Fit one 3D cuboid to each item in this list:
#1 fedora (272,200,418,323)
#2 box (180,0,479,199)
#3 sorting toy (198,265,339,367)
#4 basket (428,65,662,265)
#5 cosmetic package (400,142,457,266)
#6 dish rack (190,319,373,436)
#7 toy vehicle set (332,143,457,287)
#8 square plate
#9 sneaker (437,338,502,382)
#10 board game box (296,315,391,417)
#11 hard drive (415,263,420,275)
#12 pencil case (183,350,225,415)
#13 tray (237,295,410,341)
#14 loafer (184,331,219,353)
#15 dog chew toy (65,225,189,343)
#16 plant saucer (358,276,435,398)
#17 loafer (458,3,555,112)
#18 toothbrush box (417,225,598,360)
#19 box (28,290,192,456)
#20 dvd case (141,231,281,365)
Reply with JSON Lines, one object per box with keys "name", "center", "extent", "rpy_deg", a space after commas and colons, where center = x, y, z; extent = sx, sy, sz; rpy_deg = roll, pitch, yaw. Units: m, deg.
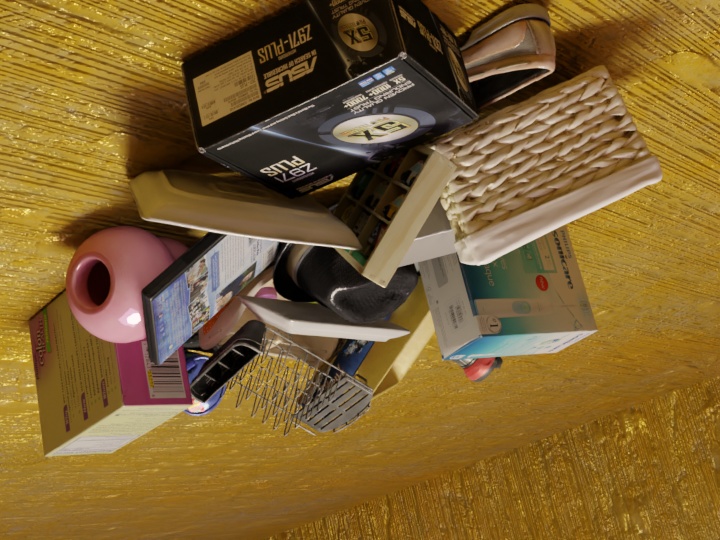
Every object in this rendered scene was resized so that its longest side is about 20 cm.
{"name": "fedora", "center": [0.000, 0.000, 1.342], "extent": [0.199, 0.092, 0.202], "rpy_deg": [-25, 148, -17]}
{"name": "box", "center": [-0.024, -0.152, 0.984], "extent": [0.198, 0.087, 0.163], "rpy_deg": [-21, 161, 21]}
{"name": "sorting toy", "center": [-0.083, 0.028, 1.451], "extent": [0.179, 0.108, 0.199], "rpy_deg": [-37, 147, 30]}
{"name": "basket", "center": [0.168, -0.101, 1.121], "extent": [0.198, 0.125, 0.136], "rpy_deg": [-25, -178, -1]}
{"name": "cosmetic package", "center": [0.110, -0.083, 1.246], "extent": [0.197, 0.108, 0.090], "rpy_deg": [-14, 162, 5]}
{"name": "dish rack", "center": [-0.090, 0.143, 1.391], "extent": [0.199, 0.055, 0.153], "rpy_deg": [31, 139, -17]}
{"name": "toy vehicle set", "center": [0.021, -0.064, 1.091], "extent": [0.026, 0.125, 0.200], "rpy_deg": [29, -176, -17]}
{"name": "square plate", "center": [-0.113, -0.062, 1.084], "extent": [0.197, 0.029, 0.198], "rpy_deg": [8, -169, -17]}
{"name": "sneaker", "center": [0.152, 0.044, 1.509], "extent": [0.097, 0.202, 0.071], "rpy_deg": [33, 140, -14]}
{"name": "board game box", "center": [-0.013, 0.102, 1.544], "extent": [0.034, 0.201, 0.135], "rpy_deg": [33, 171, -5]}
{"name": "hard drive", "center": [0.129, -0.048, 1.469], "extent": [0.138, 0.033, 0.200], "rpy_deg": [-6, 160, -24]}
{"name": "pencil case", "center": [-0.247, 0.144, 1.589], "extent": [0.078, 0.087, 0.200], "rpy_deg": [-37, -165, -17]}
{"name": "tray", "center": [-0.043, 0.061, 1.373], "extent": [0.199, 0.022, 0.107], "rpy_deg": [8, -172, -44]}
{"name": "loafer", "center": [-0.221, 0.072, 1.530], "extent": [0.070, 0.069, 0.200], "rpy_deg": [11, 179, 28]}
{"name": "dog chew toy", "center": [-0.230, 0.017, 1.277], "extent": [0.124, 0.126, 0.199], "rpy_deg": [-23, 167, 26]}
{"name": "plant saucer", "center": [0.069, 0.077, 1.596], "extent": [0.201, 0.048, 0.200], "rpy_deg": [-55, 169, 10]}
{"name": "loafer", "center": [0.098, -0.168, 1.061], "extent": [0.071, 0.064, 0.199], "rpy_deg": [5, 154, -41]}
{"name": "toothbrush box", "center": [0.182, 0.026, 1.437], "extent": [0.198, 0.148, 0.085], "rpy_deg": [1, 157, -36]}
{"name": "box", "center": [-0.304, 0.110, 1.386], "extent": [0.096, 0.178, 0.199], "rpy_deg": [5, 153, -42]}
{"name": "dvd case", "center": [-0.153, 0.000, 1.225], "extent": [0.200, 0.017, 0.143], "rpy_deg": [-44, 161, -27]}
